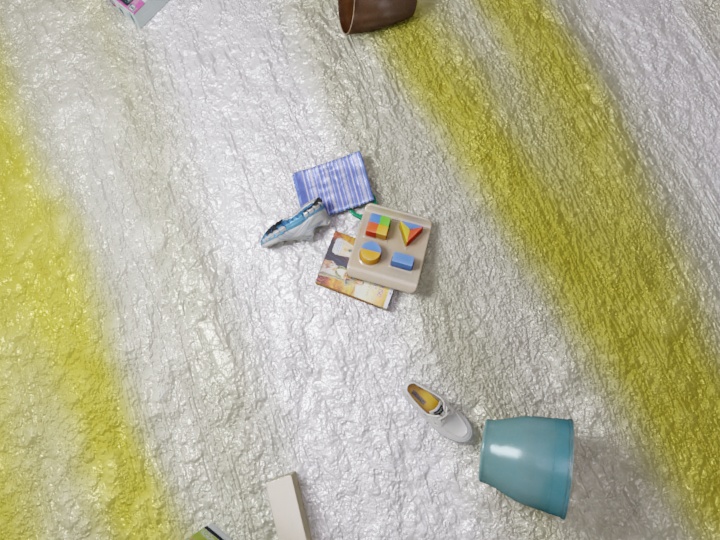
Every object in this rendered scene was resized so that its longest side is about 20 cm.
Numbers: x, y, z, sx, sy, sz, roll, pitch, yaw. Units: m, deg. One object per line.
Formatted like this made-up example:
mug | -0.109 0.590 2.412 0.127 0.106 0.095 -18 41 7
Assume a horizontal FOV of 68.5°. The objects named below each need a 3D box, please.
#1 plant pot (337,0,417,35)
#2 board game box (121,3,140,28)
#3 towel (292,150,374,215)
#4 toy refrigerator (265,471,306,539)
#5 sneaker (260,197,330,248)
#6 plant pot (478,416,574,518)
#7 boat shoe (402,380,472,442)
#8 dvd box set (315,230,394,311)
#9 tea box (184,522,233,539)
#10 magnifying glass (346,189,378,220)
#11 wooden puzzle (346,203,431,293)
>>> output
plant pot | 0.052 -0.760 1.475 0.195 0.187 0.191 -6 75 -15
board game box | -0.675 -0.836 1.556 0.199 0.064 0.148 39 80 11
towel | -0.075 -0.223 1.399 0.196 0.024 0.148 -17 77 6
toy refrigerator | -0.158 0.571 1.195 0.068 0.076 0.204 -16 77 -3
sneaker | -0.165 -0.100 1.364 0.197 0.075 0.087 -28 117 10
plant pot | 0.359 0.415 1.163 0.184 0.200 0.205 6 76 19
boat shoe | 0.183 0.331 1.247 0.199 0.070 0.071 41 80 10
dvd box set | 0.000 0.000 1.352 0.196 0.029 0.149 21 78 7
tea box | -0.353 0.676 1.111 0.132 0.197 0.202 33 79 9
magnifying glass | 0.035 -0.133 1.391 0.079 0.022 0.201 -34 76 -6
wooden puzzle | 0.075 -0.063 1.329 0.181 0.046 0.204 15 71 4
